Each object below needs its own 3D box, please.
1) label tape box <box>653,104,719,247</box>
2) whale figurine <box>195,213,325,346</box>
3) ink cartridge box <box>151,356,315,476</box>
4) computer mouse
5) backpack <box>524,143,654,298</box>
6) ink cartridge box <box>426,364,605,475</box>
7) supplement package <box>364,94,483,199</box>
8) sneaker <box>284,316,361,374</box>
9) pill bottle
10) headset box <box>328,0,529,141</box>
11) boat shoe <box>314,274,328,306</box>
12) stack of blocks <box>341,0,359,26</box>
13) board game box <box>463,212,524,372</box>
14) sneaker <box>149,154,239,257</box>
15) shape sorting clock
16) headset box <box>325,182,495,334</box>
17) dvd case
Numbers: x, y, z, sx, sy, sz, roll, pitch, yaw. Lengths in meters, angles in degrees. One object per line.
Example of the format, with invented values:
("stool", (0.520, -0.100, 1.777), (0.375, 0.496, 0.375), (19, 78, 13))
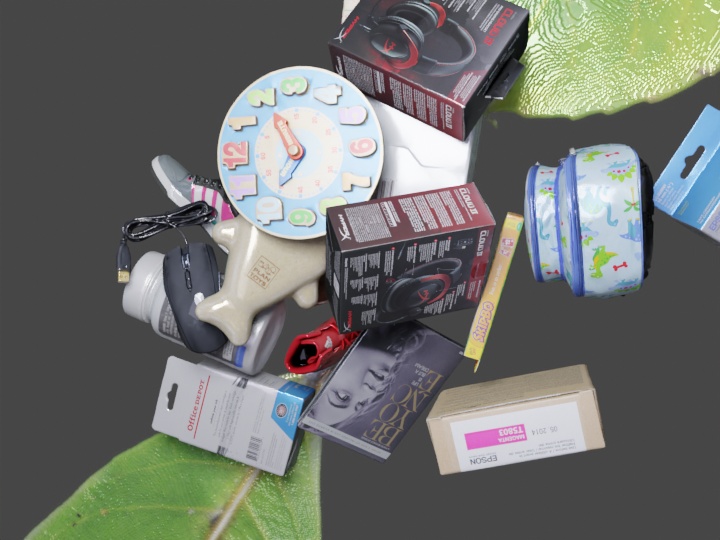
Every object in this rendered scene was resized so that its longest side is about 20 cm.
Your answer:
("label tape box", (0.472, -0.091, 1.025), (0.200, 0.063, 0.144), (32, 100, 7))
("whale figurine", (-0.122, -0.004, 1.069), (0.159, 0.104, 0.200), (36, 81, -11))
("ink cartridge box", (-0.176, 0.193, 1.185), (0.199, 0.068, 0.116), (17, 98, 10))
("computer mouse", (-0.244, 0.011, 1.085), (0.140, 0.046, 0.201), (-10, 79, 2))
("backpack", (0.268, -0.055, 1.001), (0.147, 0.200, 0.184), (-5, 95, 12))
("ink cartridge box", (0.194, 0.181, 1.057), (0.199, 0.165, 0.075), (-12, 92, 13))
("supplement package", (0.046, -0.156, 1.084), (0.199, 0.111, 0.156), (9, 97, 12))
("sneaker", (-0.012, 0.083, 1.116), (0.200, 0.116, 0.078), (-38, 87, 13))
("pill bottle", (-0.212, 0.053, 1.156), (0.200, 0.114, 0.114), (22, 99, 8))
("headset box", (0.088, -0.253, 0.978), (0.200, 0.075, 0.149), (30, 74, 17))
("boat shoe", (-0.003, -0.004, 1.115), (0.202, 0.075, 0.075), (-32, 125, 13))
("stack of blocks", (0.077, -0.294, 1.091), (0.199, 0.059, 0.116), (8, 96, 11))
("board game box", (0.168, 0.026, 1.083), (0.030, 0.096, 0.201), (15, 98, 9))
("sneaker", (-0.182, -0.112, 1.149), (0.200, 0.084, 0.121), (44, 104, 2))
("shape sorting clock", (-0.071, -0.136, 0.986), (0.199, 0.039, 0.201), (0, 91, 15))
("headset box", (0.063, -0.014, 0.994), (0.199, 0.149, 0.075), (-11, 50, -11))
("dvd case", (0.030, 0.153, 1.123), (0.149, 0.016, 0.200), (29, 103, -28))
